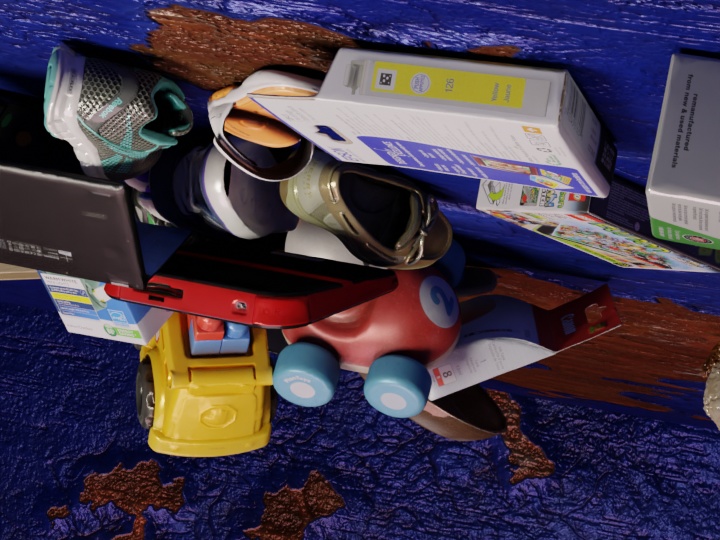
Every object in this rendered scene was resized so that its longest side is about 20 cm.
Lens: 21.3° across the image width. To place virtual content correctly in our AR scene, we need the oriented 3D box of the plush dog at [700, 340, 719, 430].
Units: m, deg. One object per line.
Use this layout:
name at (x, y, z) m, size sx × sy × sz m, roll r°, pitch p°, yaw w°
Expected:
plush dog at (0.468, 0.152, 2.148) m, size 0.170 × 0.201 × 0.161 m, roll 3°, pitch 142°, yaw -17°

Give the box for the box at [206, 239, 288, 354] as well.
box at (-0.136, 0.024, 2.119) m, size 0.199 × 0.105 × 0.181 m, roll 17°, pitch 178°, yaw 45°

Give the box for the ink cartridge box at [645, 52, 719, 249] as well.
ink cartridge box at (0.267, -0.052, 1.076) m, size 0.198 × 0.084 × 0.147 m, roll 11°, pitch 173°, yaw 11°

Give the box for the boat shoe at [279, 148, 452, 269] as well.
boat shoe at (0.018, -0.047, 1.572) m, size 0.063 × 0.074 × 0.200 m, roll 11°, pitch 167°, yaw 42°

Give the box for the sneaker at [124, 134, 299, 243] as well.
sneaker at (-0.141, -0.070, 1.590) m, size 0.145 × 0.081 × 0.200 m, roll 5°, pitch 177°, yaw 16°

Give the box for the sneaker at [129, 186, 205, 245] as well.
sneaker at (-0.194, -0.055, 1.806) m, size 0.084 × 0.079 × 0.200 m, roll 11°, pitch 173°, yaw 3°

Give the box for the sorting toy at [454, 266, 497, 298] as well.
sorting toy at (0.017, 0.011, 1.983) m, size 0.184 × 0.037 × 0.199 m, roll 6°, pitch -167°, yaw 36°

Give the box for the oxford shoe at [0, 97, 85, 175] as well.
oxford shoe at (-0.288, -0.106, 1.582) m, size 0.198 × 0.073 × 0.084 m, roll 11°, pitch 175°, yaw 6°

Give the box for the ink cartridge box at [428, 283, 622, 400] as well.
ink cartridge box at (0.150, 0.052, 1.881) m, size 0.199 × 0.050 × 0.162 m, roll -24°, pitch -168°, yaw 8°

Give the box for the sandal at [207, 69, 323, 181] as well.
sandal at (-0.068, -0.097, 1.353) m, size 0.079 × 0.060 × 0.207 m, roll 13°, pitch 173°, yaw -10°

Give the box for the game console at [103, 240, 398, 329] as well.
game console at (-0.093, 0.010, 1.582) m, size 0.199 × 0.031 × 0.176 m, roll 10°, pitch -168°, yaw 31°

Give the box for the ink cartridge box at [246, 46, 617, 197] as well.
ink cartridge box at (0.053, -0.097, 1.235) m, size 0.198 × 0.047 × 0.198 m, roll 11°, pitch 174°, yaw 18°

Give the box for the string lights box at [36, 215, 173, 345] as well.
string lights box at (-0.252, -0.031, 1.734) m, size 0.102 × 0.059 × 0.201 m, roll 7°, pitch 134°, yaw 35°

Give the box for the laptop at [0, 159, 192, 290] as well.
laptop at (-0.245, -0.062, 1.511) m, size 0.186 × 0.117 × 0.201 m, roll 10°, pitch 145°, yaw 9°

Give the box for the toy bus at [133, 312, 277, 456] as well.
toy bus at (-0.148, 0.051, 1.846) m, size 0.135 × 0.201 × 0.193 m, roll -2°, pitch 146°, yaw -12°

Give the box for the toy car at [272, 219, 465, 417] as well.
toy car at (0.000, 0.000, 1.761) m, size 0.175 × 0.185 × 0.201 m, roll 6°, pitch 142°, yaw 15°

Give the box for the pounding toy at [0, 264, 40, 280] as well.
pounding toy at (-0.377, -0.062, 1.925) m, size 0.182 × 0.144 × 0.200 m, roll -2°, pitch 178°, yaw -11°

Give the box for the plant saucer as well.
plant saucer at (0.058, 0.113, 1.927) m, size 0.200 × 0.037 × 0.201 m, roll 33°, pitch -167°, yaw -9°

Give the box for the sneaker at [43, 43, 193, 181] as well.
sneaker at (-0.163, -0.106, 1.393) m, size 0.090 × 0.078 × 0.200 m, roll 6°, pitch 174°, yaw 9°

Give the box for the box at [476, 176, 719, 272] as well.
box at (0.194, -0.039, 1.491) m, size 0.110 × 0.035 × 0.199 m, roll 4°, pitch 170°, yaw 44°
